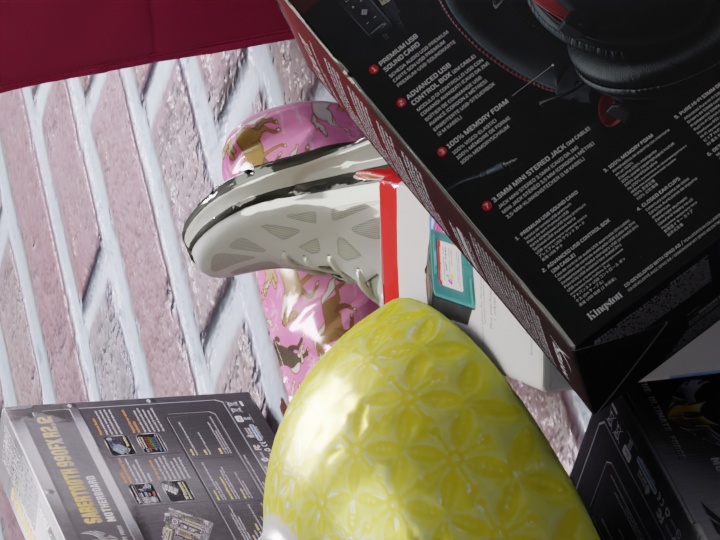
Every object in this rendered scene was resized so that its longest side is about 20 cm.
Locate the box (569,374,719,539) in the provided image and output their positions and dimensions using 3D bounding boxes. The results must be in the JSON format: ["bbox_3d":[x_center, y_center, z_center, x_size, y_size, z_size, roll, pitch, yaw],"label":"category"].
[{"bbox_3d":[0.135,0.159,0.994,0.200,0.048,0.159,-114,28,-43],"label":"box"}]

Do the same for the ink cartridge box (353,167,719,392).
[{"bbox_3d":[0.082,-0.005,1.015,0.200,0.116,0.068,-160,66,-68],"label":"ink cartridge box"}]

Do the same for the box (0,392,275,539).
[{"bbox_3d":[-0.109,0.143,1.453,0.200,0.158,0.048,-129,41,-55],"label":"box"}]

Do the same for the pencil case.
[{"bbox_3d":[-0.014,0.007,1.304,0.083,0.086,0.201,121,142,-48],"label":"pencil case"}]

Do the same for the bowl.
[{"bbox_3d":[0.014,0.123,1.000,0.200,0.107,0.200,56,163,28],"label":"bowl"}]

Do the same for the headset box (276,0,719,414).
[{"bbox_3d":[0.075,-0.077,0.880,0.200,0.148,0.075,51,175,23],"label":"headset box"}]

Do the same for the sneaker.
[{"bbox_3d":[0.000,0.000,1.207,0.200,0.076,0.116,-19,78,36],"label":"sneaker"}]

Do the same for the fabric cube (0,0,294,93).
[{"bbox_3d":[-0.152,-0.243,1.437,0.196,0.199,0.200,-127,30,-54],"label":"fabric cube"}]
